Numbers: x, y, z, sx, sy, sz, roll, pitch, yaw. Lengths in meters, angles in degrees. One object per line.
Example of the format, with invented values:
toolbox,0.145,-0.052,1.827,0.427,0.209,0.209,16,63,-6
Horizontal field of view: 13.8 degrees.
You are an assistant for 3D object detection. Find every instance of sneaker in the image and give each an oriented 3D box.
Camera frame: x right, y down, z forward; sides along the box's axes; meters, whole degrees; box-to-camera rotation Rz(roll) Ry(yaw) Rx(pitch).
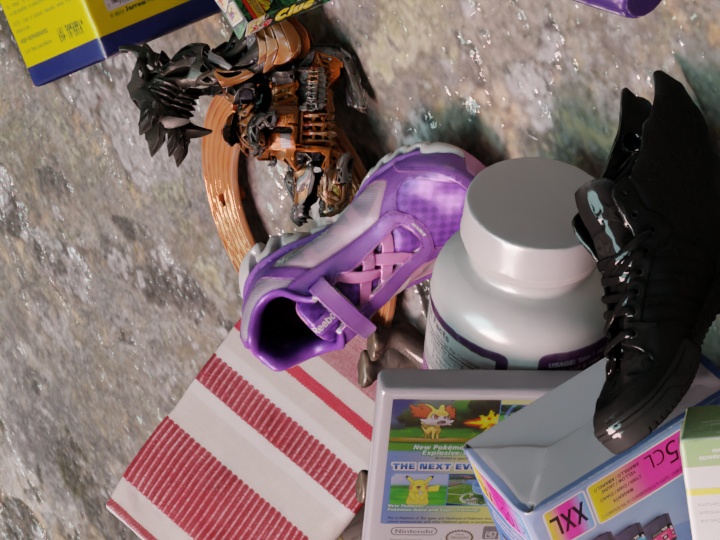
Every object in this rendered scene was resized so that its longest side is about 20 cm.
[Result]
sneaker,0.000,0.000,1.780,0.200,0.089,0.081,-33,109,31
sneaker,0.143,-0.006,1.550,0.104,0.200,0.060,42,145,-10

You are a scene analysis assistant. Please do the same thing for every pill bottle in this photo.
pill bottle,0.092,0.038,1.704,0.112,0.112,0.201,40,141,34

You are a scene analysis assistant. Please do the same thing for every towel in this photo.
towel,-0.054,0.113,1.895,0.144,0.200,0.023,38,-179,23

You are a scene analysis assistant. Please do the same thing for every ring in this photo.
ring,-0.038,-0.036,1.936,0.200,0.019,0.201,36,138,40

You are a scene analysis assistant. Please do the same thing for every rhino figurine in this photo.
rhino figurine,0.044,0.129,1.835,0.060,0.087,0.202,-141,51,-76

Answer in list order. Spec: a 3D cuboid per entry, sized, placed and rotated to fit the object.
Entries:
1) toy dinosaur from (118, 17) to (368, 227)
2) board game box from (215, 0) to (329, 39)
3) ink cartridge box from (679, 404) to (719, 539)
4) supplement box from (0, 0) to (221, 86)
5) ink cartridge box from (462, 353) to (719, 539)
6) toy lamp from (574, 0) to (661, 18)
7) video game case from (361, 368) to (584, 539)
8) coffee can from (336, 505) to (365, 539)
toy dinosaur,-0.070,-0.122,1.850,0.102,0.135,0.201,55,-164,-62
board game box,-0.080,-0.241,1.775,0.201,0.104,0.023,57,152,11
ink cartridge box,0.249,0.162,1.541,0.144,0.048,0.201,-5,112,12
supplement box,-0.183,-0.237,1.928,0.109,0.109,0.201,-12,102,58
ink cartridge box,0.154,0.146,1.624,0.076,0.136,0.201,50,167,48
toy lamp,0.089,-0.198,1.600,0.200,0.058,0.058,43,143,36
video game case,0.102,0.129,1.695,0.022,0.198,0.183,-95,8,-50
coffee can,0.011,0.238,1.931,0.200,0.146,0.147,50,146,22
